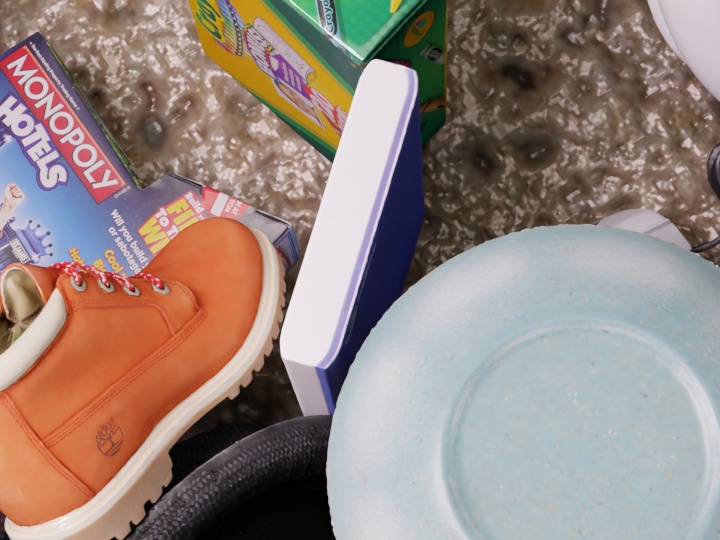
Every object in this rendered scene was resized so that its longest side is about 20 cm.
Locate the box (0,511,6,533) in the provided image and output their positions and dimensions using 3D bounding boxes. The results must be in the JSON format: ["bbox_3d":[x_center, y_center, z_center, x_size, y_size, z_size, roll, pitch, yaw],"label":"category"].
[{"bbox_3d":[-0.218,0.058,0.993,0.100,0.200,0.096,10,88,16],"label":"box"}]

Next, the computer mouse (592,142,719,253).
[{"bbox_3d":[0.123,0.013,1.112,0.200,0.044,0.110,-22,118,2],"label":"computer mouse"}]

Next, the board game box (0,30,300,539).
[{"bbox_3d":[-0.141,-0.003,1.137,0.200,0.062,0.200,-32,77,-6],"label":"board game box"}]

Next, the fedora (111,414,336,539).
[{"bbox_3d":[-0.074,0.136,1.069,0.201,0.201,0.092,-47,48,-9],"label":"fedora"}]

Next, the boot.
[{"bbox_3d":[-0.103,0.022,1.012,0.075,0.107,0.200,-10,31,36],"label":"boot"}]

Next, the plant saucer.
[{"bbox_3d":[0.085,0.074,0.916,0.201,0.039,0.201,-1,75,3],"label":"plant saucer"}]

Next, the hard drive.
[{"bbox_3d":[0.000,0.000,1.058,0.025,0.200,0.132,15,77,6],"label":"hard drive"}]

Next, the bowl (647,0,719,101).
[{"bbox_3d":[0.198,-0.147,1.123,0.201,0.090,0.201,9,77,-41],"label":"bowl"}]

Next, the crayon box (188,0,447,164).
[{"bbox_3d":[-0.021,-0.117,1.089,0.119,0.200,0.058,41,80,11],"label":"crayon box"}]
